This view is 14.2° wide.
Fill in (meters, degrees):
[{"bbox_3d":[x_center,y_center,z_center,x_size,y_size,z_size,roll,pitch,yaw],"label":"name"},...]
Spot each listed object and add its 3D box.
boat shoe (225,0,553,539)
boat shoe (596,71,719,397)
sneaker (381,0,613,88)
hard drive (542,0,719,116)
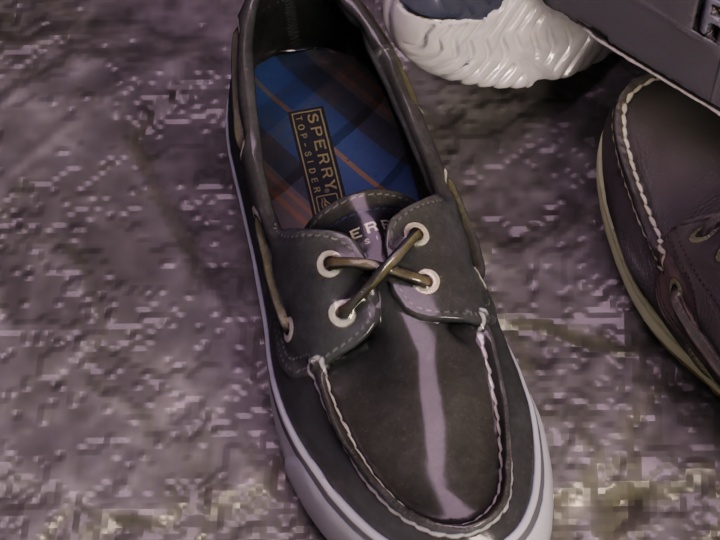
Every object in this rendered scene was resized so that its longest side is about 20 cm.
[{"bbox_3d":[0.000,0.000,0.782,0.069,0.057,0.200,-15,52,-7],"label":"boat shoe"},{"bbox_3d":[0.119,0.010,0.757,0.072,0.066,0.201,-18,52,-8],"label":"boat shoe"},{"bbox_3d":[0.048,-0.138,0.872,0.130,0.080,0.199,33,60,29],"label":"sneaker"},{"bbox_3d":[0.167,-0.090,0.818,0.140,0.038,0.200,34,44,28],"label":"hard drive"}]
